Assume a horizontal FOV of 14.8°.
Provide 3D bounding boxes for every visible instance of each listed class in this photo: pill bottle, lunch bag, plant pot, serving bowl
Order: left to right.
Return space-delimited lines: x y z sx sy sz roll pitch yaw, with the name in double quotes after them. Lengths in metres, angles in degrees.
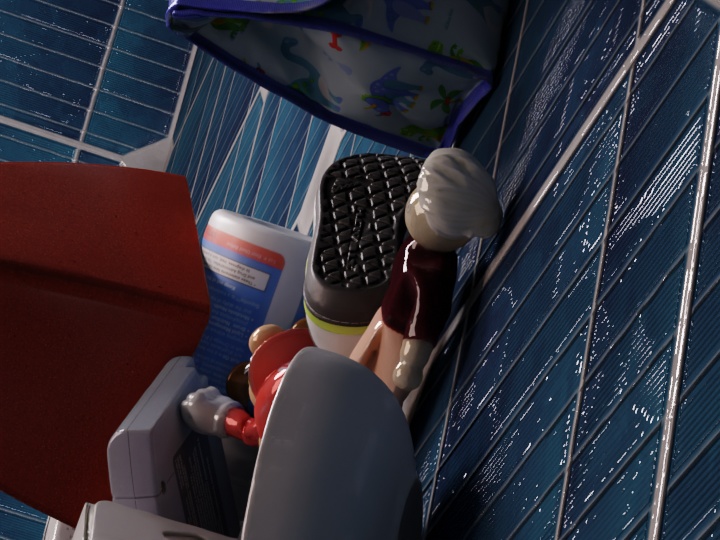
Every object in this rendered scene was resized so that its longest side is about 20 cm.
-0.230 0.034 1.930 0.200 0.176 0.200 -63 22 24 "plant pot"
-0.082 0.067 1.931 0.112 0.112 0.200 -144 74 -81 "pill bottle"
-0.009 0.141 1.383 0.200 0.066 0.200 8 -90 -80 "serving bowl"
-0.008 -0.189 1.705 0.127 0.200 0.170 121 166 -56 "lunch bag"

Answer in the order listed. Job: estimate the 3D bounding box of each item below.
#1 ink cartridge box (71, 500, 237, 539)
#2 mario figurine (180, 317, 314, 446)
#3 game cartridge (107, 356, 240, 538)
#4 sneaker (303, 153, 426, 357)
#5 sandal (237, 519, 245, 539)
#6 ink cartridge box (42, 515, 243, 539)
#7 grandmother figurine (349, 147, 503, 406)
-0.135 0.264 1.739 0.083 0.147 0.200 -96 25 -68 "ink cartridge box"
-0.048 0.058 1.761 0.200 0.106 0.123 -162 90 -83 "mario figurine"
-0.118 0.173 1.821 0.133 0.042 0.200 -50 -46 -60 "game cartridge"
0.000 0.000 1.673 0.200 0.072 0.083 -65 -19 -56 "sneaker"
-0.052 0.161 1.462 0.200 0.043 0.076 -69 -17 -52 "sandal"
-0.158 0.206 2.012 0.200 0.144 0.084 -83 14 -57 "ink cartridge box"
0.026 0.025 1.525 0.121 0.061 0.200 -106 31 -60 "grandmother figurine"
